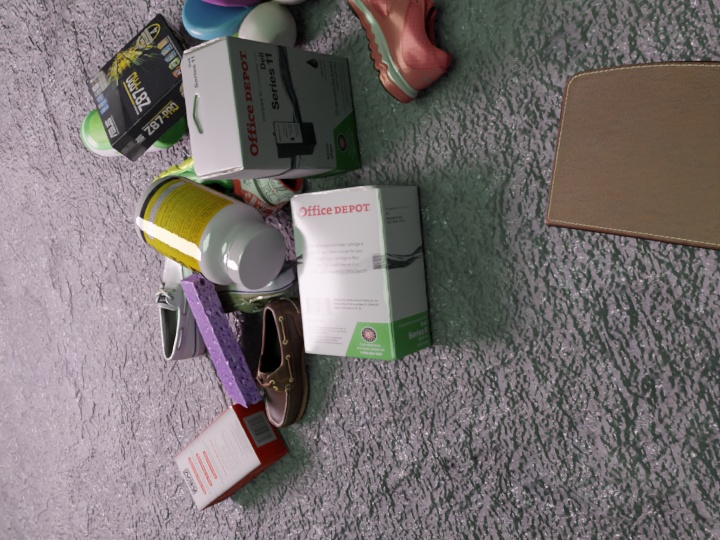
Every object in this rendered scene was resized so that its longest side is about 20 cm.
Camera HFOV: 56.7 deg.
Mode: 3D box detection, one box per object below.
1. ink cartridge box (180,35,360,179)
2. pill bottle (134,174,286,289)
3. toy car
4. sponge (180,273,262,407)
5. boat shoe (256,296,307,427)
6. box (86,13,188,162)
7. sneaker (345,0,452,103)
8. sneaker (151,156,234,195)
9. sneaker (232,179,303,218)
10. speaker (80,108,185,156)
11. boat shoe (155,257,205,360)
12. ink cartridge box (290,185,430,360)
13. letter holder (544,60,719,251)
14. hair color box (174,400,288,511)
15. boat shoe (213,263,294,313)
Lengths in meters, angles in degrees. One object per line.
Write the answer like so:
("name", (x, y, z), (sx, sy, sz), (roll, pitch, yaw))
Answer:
("ink cartridge box", (-0.100, -0.185, 0.793), (0.083, 0.200, 0.147), (-4, 95, 40))
("pill bottle", (-0.200, -0.049, 0.895), (0.200, 0.112, 0.113), (24, 112, 32))
("toy car", (-0.160, -0.370, 0.845), (0.175, 0.150, 0.200), (45, 123, 25))
("sponge", (-0.211, 0.102, 0.994), (0.112, 0.030, 0.200), (-2, 111, 65))
("boat shoe", (-0.117, 0.134, 0.947), (0.070, 0.070, 0.200), (15, 108, 36))
("box", (-0.314, -0.273, 0.981), (0.161, 0.049, 0.200), (-41, 50, 9))
("sneaker", (0.043, -0.294, 0.753), (0.087, 0.074, 0.200), (-25, 85, 26))
("sneaker", (-0.255, -0.120, 1.017), (0.200, 0.074, 0.084), (-22, 79, 40))
("sneaker", (-0.146, -0.177, 0.922), (0.108, 0.067, 0.202), (-24, 85, 39))
("speaker", (-0.375, -0.234, 1.092), (0.200, 0.088, 0.089), (3, 99, 40))
("boat shoe", (-0.297, 0.049, 1.085), (0.073, 0.067, 0.200), (-7, 93, 40))
("ink cartridge box", (0.000, 0.000, 0.815), (0.146, 0.084, 0.200), (0, 97, 40))
("letter holder", (0.276, -0.096, 0.559), (0.200, 0.101, 0.142), (13, 103, 38))
("hair color box", (-0.208, 0.292, 1.056), (0.200, 0.061, 0.102), (-42, 71, 35))
("boat shoe", (-0.157, 0.029, 0.973), (0.200, 0.072, 0.062), (-6, 107, 50))
